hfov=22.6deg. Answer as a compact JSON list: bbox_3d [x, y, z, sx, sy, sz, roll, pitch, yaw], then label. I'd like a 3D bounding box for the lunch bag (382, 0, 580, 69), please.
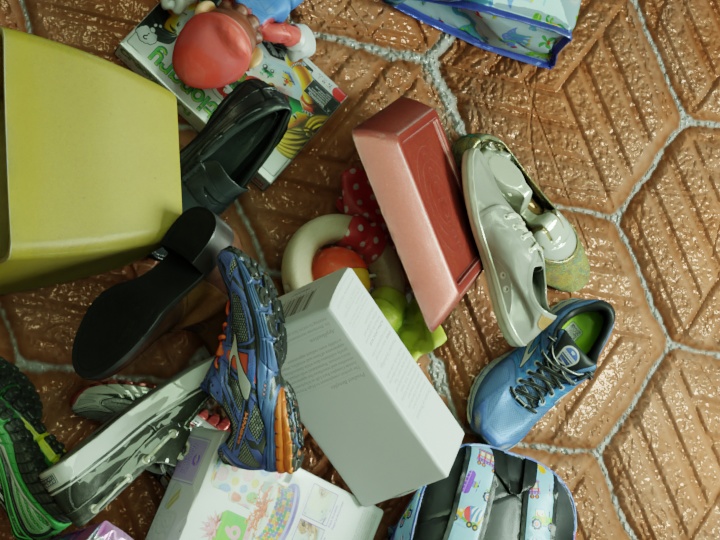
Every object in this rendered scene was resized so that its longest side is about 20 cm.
[{"bbox_3d":[0.135,-0.325,1.841,0.199,0.127,0.171,17,75,-1],"label":"lunch bag"}]

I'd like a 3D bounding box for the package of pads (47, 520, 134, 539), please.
[{"bbox_3d":[-0.222,0.282,1.540,0.121,0.200,0.076,46,63,-8],"label":"package of pads"}]

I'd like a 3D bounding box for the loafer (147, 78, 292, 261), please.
[{"bbox_3d":[-0.138,-0.090,1.690,0.068,0.070,0.201,37,91,-39],"label":"loafer"}]

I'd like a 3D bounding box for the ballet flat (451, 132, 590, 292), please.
[{"bbox_3d":[0.167,-0.059,1.818,0.071,0.071,0.200,-43,94,-22],"label":"ballet flat"}]

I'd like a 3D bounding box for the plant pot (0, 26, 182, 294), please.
[{"bbox_3d":[-0.267,-0.087,1.618,0.175,0.200,0.202,2,78,-30],"label":"plant pot"}]

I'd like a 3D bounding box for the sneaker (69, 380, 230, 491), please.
[{"bbox_3d":[-0.174,0.159,1.648,0.199,0.078,0.083,25,73,-12],"label":"sneaker"}]

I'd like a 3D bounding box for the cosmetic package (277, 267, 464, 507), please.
[{"bbox_3d":[-0.003,0.107,1.624,0.201,0.101,0.074,56,32,-20],"label":"cosmetic package"}]

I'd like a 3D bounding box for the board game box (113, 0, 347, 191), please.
[{"bbox_3d":[-0.126,-0.192,1.763,0.200,0.035,0.126,42,69,-6],"label":"board game box"}]

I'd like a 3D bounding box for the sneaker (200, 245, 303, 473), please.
[{"bbox_3d":[-0.102,0.079,1.537,0.078,0.075,0.202,-9,90,6],"label":"sneaker"}]

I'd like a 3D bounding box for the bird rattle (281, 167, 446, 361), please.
[{"bbox_3d":[0.000,0.000,1.709,0.162,0.112,0.202,-7,84,-37],"label":"bird rattle"}]

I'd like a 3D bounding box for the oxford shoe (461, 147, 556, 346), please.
[{"bbox_3d":[0.144,-0.027,1.746,0.057,0.075,0.201,-21,76,19],"label":"oxford shoe"}]

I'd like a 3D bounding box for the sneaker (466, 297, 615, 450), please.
[{"bbox_3d":[0.180,0.095,1.776,0.079,0.089,0.200,43,69,-4],"label":"sneaker"}]

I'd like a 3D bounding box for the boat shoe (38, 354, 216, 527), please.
[{"bbox_3d":[-0.185,0.146,1.567,0.200,0.071,0.064,-37,95,-23],"label":"boat shoe"}]

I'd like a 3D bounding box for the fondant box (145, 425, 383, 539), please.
[{"bbox_3d":[-0.090,0.245,1.627,0.199,0.058,0.145,31,75,-34],"label":"fondant box"}]

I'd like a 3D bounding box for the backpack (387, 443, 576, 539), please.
[{"bbox_3d":[0.105,0.270,1.688,0.181,0.134,0.201,17,74,-14],"label":"backpack"}]

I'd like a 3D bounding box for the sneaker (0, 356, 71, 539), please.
[{"bbox_3d":[-0.323,0.153,1.595,0.078,0.085,0.201,2,51,-59],"label":"sneaker"}]

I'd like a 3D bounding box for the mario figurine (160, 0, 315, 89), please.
[{"bbox_3d":[-0.116,-0.244,1.733,0.123,0.106,0.200,23,54,25],"label":"mario figurine"}]

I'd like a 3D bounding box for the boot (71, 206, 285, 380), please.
[{"bbox_3d":[-0.157,0.053,1.638,0.068,0.200,0.189,29,78,30],"label":"boot"}]

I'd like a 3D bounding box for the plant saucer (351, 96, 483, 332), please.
[{"bbox_3d":[0.067,-0.063,1.710,0.036,0.200,0.201,-19,98,19],"label":"plant saucer"}]
